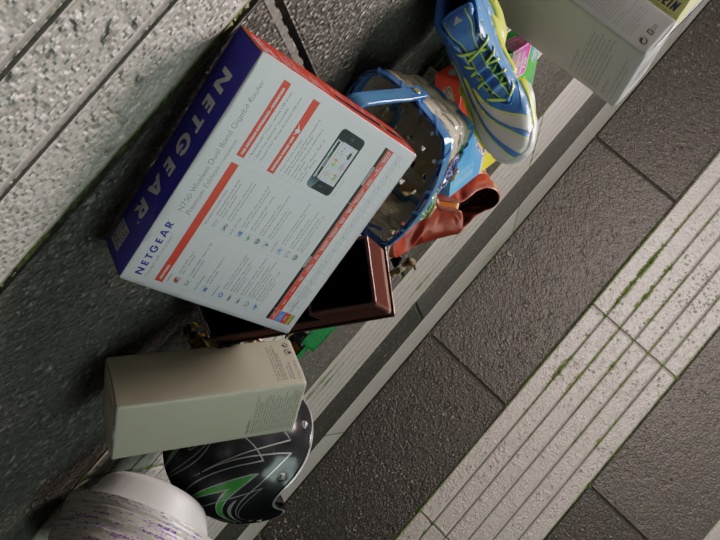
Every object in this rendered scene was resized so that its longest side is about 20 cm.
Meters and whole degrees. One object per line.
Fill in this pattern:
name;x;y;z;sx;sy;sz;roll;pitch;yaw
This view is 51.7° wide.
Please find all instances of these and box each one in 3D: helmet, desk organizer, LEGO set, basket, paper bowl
helmet;-0.161;0.228;0.981;0.199;0.199;0.193;-40;156;-32
desk organizer;-0.071;0.022;0.740;0.194;0.074;0.077;-10;169;13
LEGO set;-0.122;0.048;0.877;0.201;0.116;0.153;-51;139;4
basket;0.017;-0.112;0.748;0.198;0.140;0.178;-22;153;-43
paper bowl;-0.265;0.319;0.898;0.202;0.196;0.106;112;-4;-55

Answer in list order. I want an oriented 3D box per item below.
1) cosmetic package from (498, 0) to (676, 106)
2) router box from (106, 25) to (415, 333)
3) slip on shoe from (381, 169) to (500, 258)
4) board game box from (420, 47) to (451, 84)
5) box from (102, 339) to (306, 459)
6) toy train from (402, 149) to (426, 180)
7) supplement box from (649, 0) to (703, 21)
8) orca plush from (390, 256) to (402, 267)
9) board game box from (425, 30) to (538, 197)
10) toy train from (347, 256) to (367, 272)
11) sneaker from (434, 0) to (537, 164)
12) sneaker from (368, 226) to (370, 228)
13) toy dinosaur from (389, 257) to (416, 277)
cosmetic package;0.260;-0.302;0.888;0.074;0.200;0.102;-42;167;-19
router box;-0.075;-0.059;0.601;0.178;0.049;0.201;24;109;-44
slip on shoe;0.106;-0.073;0.979;0.197;0.061;0.075;-31;144;-25
board game box;0.127;-0.251;0.987;0.105;0.023;0.200;-48;167;1
box;-0.160;0.129;0.767;0.195;0.069;0.084;-2;131;-28
toy train;0.105;-0.159;1.021;0.116;0.085;0.199;-49;158;9
supplement box;0.616;-0.591;1.411;0.200;0.134;0.201;-43;166;-25
orca plush;0.030;-0.022;1.191;0.201;0.071;0.105;-52;167;10
board game box;0.159;-0.207;0.963;0.199;0.040;0.156;-38;143;-39
toy train;0.000;0.000;0.868;0.200;0.044;0.035;141;-40;-82
sneaker;0.118;-0.209;0.763;0.075;0.205;0.104;-25;162;31
sneaker;-0.025;-0.022;0.995;0.113;0.077;0.200;-51;167;6
toy dinosaur;0.024;-0.002;1.053;0.100;0.059;0.200;-31;180;21
